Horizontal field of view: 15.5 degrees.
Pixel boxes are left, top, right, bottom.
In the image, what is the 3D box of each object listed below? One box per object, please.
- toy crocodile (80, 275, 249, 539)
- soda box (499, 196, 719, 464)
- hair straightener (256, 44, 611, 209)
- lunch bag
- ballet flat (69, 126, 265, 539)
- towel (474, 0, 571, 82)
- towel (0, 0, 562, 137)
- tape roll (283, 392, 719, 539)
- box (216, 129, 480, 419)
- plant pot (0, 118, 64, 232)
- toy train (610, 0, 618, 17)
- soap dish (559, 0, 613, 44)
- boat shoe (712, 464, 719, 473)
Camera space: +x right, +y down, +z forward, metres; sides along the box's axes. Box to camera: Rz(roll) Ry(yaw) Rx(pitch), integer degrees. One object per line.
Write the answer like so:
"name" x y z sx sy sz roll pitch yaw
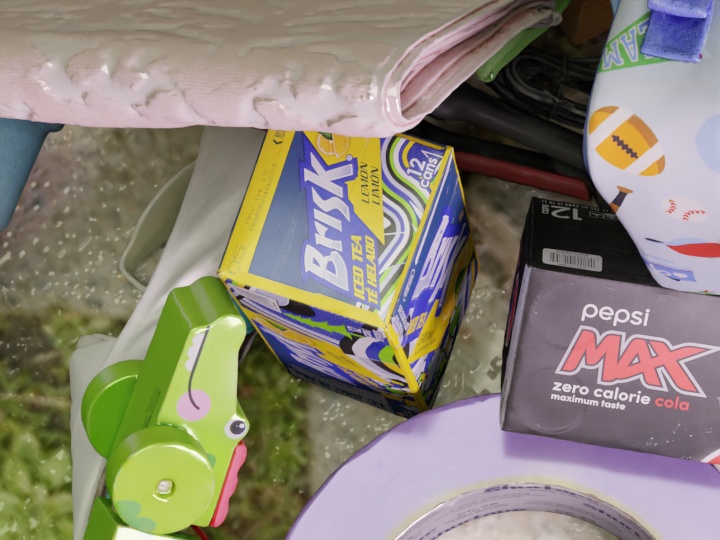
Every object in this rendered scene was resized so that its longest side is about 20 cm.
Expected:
"toy crocodile" -0.078 0.099 0.959 0.062 0.068 0.201 13 104 -22
"soda box" 0.152 0.030 0.940 0.199 0.063 0.071 9 115 1
"hair straightener" 0.053 -0.068 1.022 0.199 0.041 0.077 17 119 -10
"lunch bag" 0.134 -0.089 0.853 0.075 0.160 0.201 10 73 21
"ballet flat" -0.074 0.023 1.042 0.069 0.069 0.201 25 77 9
"towel" 0.038 -0.191 0.980 0.149 0.031 0.200 -44 73 31
"towel" -0.046 -0.082 0.903 0.199 0.191 0.032 4 107 23
"tape roll" 0.062 0.150 0.989 0.199 0.085 0.201 -1 78 5
"box" 0.000 0.000 0.964 0.064 0.200 0.070 18 80 8
"plant pot" -0.234 0.005 0.995 0.199 0.200 0.197 17 89 7
"toy train" 0.183 -0.096 0.974 0.199 0.087 0.115 -14 72 9
"soap dish" 0.134 -0.207 1.059 0.200 0.081 0.158 -28 78 -1
"boat shoe" 0.184 0.078 1.006 0.200 0.062 0.075 40 81 8
